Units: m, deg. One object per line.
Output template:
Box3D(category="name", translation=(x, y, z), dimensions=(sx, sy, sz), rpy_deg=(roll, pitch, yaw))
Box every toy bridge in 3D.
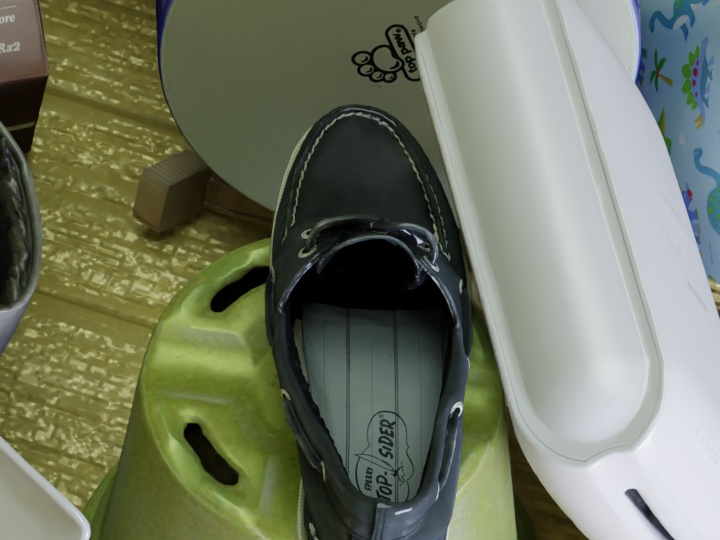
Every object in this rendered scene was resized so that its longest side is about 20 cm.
Box3D(category="toy bridge", translation=(0.000, 0.000, 1.237), dimensions=(0.200, 0.027, 0.067), rpy_deg=(28, 34, 25))

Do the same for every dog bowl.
Box3D(category="dog bowl", translation=(0.015, -0.111, 1.194), dimensions=(0.200, 0.200, 0.079), rpy_deg=(1, 43, -3))

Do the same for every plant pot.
Box3D(category="plant pot", translation=(-0.018, 0.086, 1.105), dimensions=(0.200, 0.184, 0.201), rpy_deg=(1, 57, -2))

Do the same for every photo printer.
Box3D(category="photo printer", translation=(0.090, 0.012, 1.073), dimensions=(0.069, 0.166, 0.200), rpy_deg=(-20, 65, 13))

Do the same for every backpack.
Box3D(category="backpack", translation=(0.183, -0.063, 1.213), dimensions=(0.153, 0.164, 0.200), rpy_deg=(0, 24, -5))

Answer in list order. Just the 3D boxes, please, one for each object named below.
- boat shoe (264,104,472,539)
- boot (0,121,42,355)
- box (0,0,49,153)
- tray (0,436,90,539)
Box3D(category="boat shoe", translation=(0.003, 0.015, 1.002), dimensions=(0.074, 0.066, 0.200), rpy_deg=(5, 58, -1))
Box3D(category="boot", translation=(-0.182, -0.006, 1.141), dimensions=(0.072, 0.200, 0.182), rpy_deg=(-16, 61, -21))
Box3D(category="box", translation=(-0.184, -0.088, 1.192), dimensions=(0.100, 0.200, 0.075), rpy_deg=(-10, 84, -9))
Box3D(category="tray", translation=(-0.174, 0.135, 1.087), dimensions=(0.107, 0.200, 0.022), rpy_deg=(42, 25, 22))
